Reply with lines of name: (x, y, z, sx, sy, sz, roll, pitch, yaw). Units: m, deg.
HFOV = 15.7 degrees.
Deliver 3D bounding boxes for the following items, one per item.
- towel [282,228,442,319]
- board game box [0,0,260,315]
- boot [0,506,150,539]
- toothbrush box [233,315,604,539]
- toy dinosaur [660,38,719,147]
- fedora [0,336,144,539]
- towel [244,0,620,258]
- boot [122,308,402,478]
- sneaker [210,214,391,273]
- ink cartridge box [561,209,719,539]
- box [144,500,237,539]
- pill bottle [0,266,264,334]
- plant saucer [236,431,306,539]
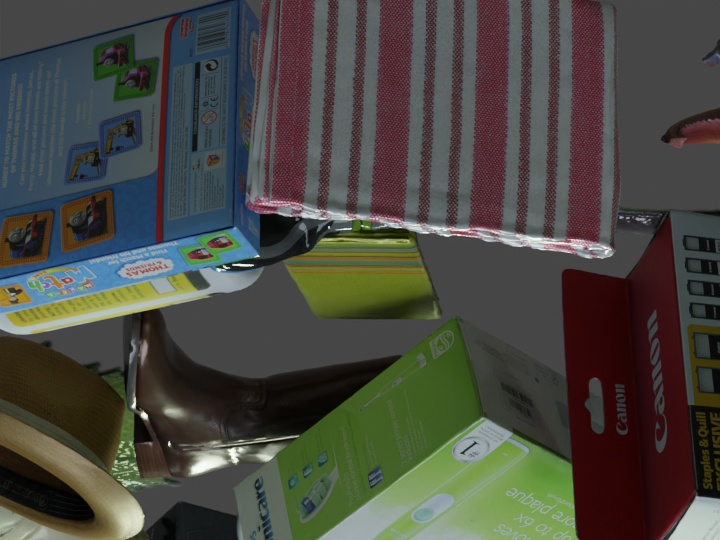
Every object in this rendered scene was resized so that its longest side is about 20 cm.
towel: (0.000, 0.000, 1.577, 0.086, 0.018, 0.200, 1, 166, 7)
board game box: (-0.150, -0.058, 1.415, 0.199, 0.152, 0.037, -12, 146, 18)
boot: (-0.261, 0.218, 1.911, 0.155, 0.073, 0.200, 24, 135, -27)
toothbrush box: (0.044, 0.139, 1.622, 0.200, 0.086, 0.145, -37, 133, 26)
toy dinosaur: (0.267, -0.069, 1.412, 0.181, 0.200, 0.105, 40, 156, -3)
fedora: (-0.214, 0.099, 1.693, 0.200, 0.082, 0.201, 24, 158, 10)
towel: (0.041, -0.087, 1.381, 0.199, 0.147, 0.030, 8, 161, -12)
boot: (-0.051, 0.069, 1.698, 0.199, 0.064, 0.187, -4, 146, 0)
sneaker: (-0.004, -0.053, 1.433, 0.199, 0.071, 0.083, -19, -174, -26)
ink cartridge box: (0.218, 0.072, 1.568, 0.175, 0.201, 0.084, 7, 146, -13)
box: (-0.130, 0.271, 1.961, 0.122, 0.106, 0.200, 17, 143, -25)
pill bottle: (-0.162, -0.026, 1.498, 0.199, 0.113, 0.113, -12, 145, 17)
plant saucer: (0.015, 0.141, 1.718, 0.199, 0.050, 0.200, -7, 138, -7)
